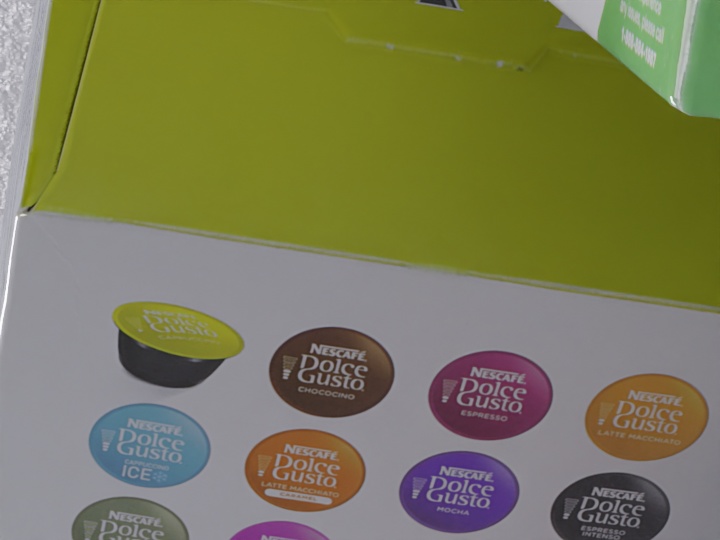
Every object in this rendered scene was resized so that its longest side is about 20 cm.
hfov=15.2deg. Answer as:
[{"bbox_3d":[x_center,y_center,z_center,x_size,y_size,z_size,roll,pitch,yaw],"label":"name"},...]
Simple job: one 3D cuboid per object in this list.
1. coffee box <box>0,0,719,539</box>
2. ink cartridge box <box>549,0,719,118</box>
[{"bbox_3d":[0.000,0.000,0.749,0.200,0.199,0.198,-90,11,-46],"label":"coffee box"},{"bbox_3d":[0.103,-0.137,0.551,0.146,0.084,0.201,-112,31,-74],"label":"ink cartridge box"}]
